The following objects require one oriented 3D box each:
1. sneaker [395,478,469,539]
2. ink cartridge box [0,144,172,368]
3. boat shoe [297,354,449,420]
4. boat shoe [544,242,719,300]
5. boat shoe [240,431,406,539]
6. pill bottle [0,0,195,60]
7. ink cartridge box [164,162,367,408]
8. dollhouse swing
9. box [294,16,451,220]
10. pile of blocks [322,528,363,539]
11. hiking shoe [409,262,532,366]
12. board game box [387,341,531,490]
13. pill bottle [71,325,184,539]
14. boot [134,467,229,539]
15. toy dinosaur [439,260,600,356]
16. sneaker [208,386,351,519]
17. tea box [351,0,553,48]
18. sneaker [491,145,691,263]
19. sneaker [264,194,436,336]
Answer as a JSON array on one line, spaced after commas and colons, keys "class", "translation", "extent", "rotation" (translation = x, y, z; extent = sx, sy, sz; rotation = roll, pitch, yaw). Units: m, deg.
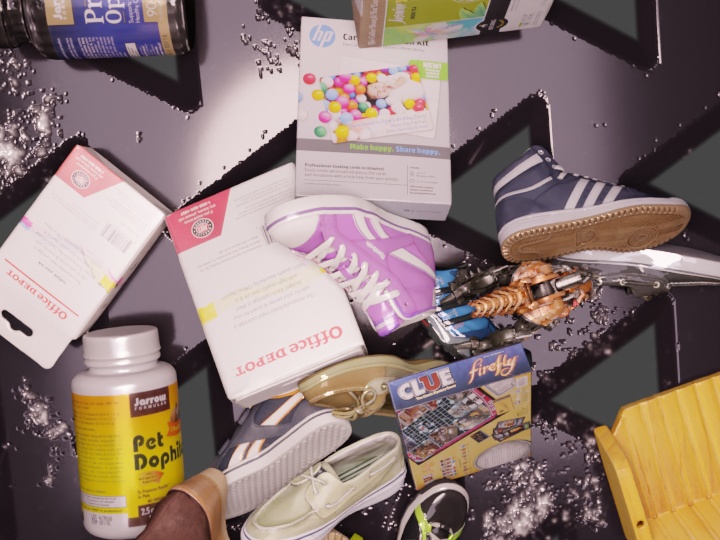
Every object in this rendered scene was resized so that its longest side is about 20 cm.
[{"class": "sneaker", "translation": [0.068, 0.321, 1.102], "extent": [0.071, 0.083, 0.202], "rotation": [22, 99, -27]}, {"class": "ink cartridge box", "translation": [-0.299, -0.013, 1.075], "extent": [0.116, 0.068, 0.201], "rotation": [38, 91, -4]}, {"class": "boat shoe", "translation": [0.024, 0.127, 1.049], "extent": [0.073, 0.199, 0.064], "rotation": [-30, 65, 38]}, {"class": "boat shoe", "translation": [0.290, 0.000, 1.102], "extent": [0.196, 0.069, 0.058], "rotation": [7, 103, 3]}, {"class": "boat shoe", "translation": [-0.038, 0.224, 1.070], "extent": [0.198, 0.072, 0.063], "rotation": [-25, 128, -30]}, {"class": "pill bottle", "translation": [-0.267, -0.267, 1.032], "extent": [0.196, 0.112, 0.114], "rotation": [-3, 95, -2]}, {"class": "ink cartridge box", "translation": [-0.093, 0.018, 1.048], "extent": [0.143, 0.083, 0.203], "rotation": [-21, 76, -1]}, {"class": "dollhouse swing", "translation": [0.373, 0.224, 1.067], "extent": [0.197, 0.176, 0.185], "rotation": [-19, 96, 1]}, {"class": "box", "translation": [0.012, -0.153, 1.042], "extent": [0.153, 0.041, 0.203], "rotation": [3, 67, -5]}, {"class": "pile of blocks", "translation": [-0.054, 0.301, 1.105], "extent": [0.196, 0.062, 0.084], "rotation": [6, 98, 14]}, {"class": "hiking shoe", "translation": [0.102, 0.039, 1.089], "extent": [0.198, 0.074, 0.088], "rotation": [30, 97, -4]}, {"class": "board game box", "translation": [0.105, 0.152, 1.049], "extent": [0.133, 0.201, 0.035], "rotation": [-16, 56, -2]}, {"class": "pill bottle", "translation": [-0.239, 0.163, 1.071], "extent": [0.107, 0.109, 0.204], "rotation": [-4, 95, -2]}, {"class": "boot", "translation": [-0.184, 0.309, 1.015], "extent": [0.071, 0.166, 0.203], "rotation": [12, 119, 24]}, {"class": "toy dinosaur", "translation": [0.154, 0.022, 1.004], "extent": [0.134, 0.199, 0.104], "rotation": [-23, 60, 33]}, {"class": "sneaker", "translation": [-0.099, 0.185, 1.099], "extent": [0.199, 0.078, 0.080], "rotation": [-36, 52, 14]}, {"class": "tea box", "translation": [0.078, -0.343, 1.005], "extent": [0.193, 0.134, 0.204], "rotation": [-8, 81, -2]}, {"class": "sneaker", "translation": [0.230, -0.075, 1.066], "extent": [0.196, 0.071, 0.110], "rotation": [-7, 51, -3]}, {"class": "sneaker", "translation": [0.001, 0.000, 0.979], "extent": [0.198, 0.072, 0.116], "rotation": [12, 60, -37]}]
